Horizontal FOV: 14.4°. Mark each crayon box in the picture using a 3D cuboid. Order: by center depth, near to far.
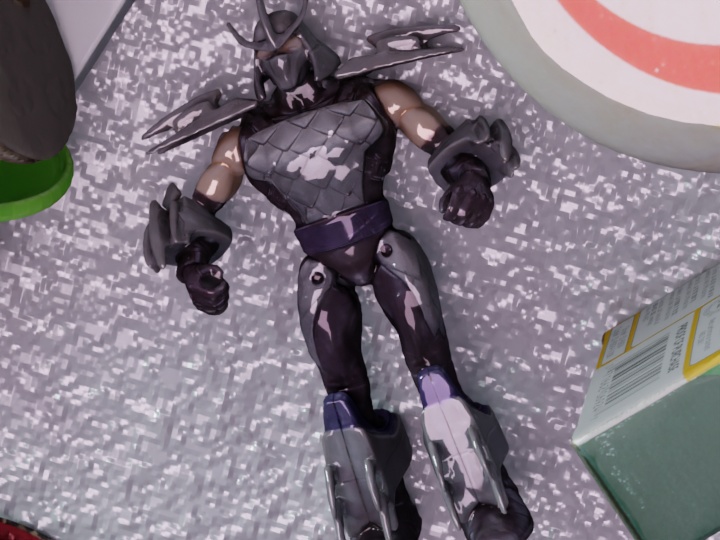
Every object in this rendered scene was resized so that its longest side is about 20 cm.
[{"bbox_3d":[0.167,0.006,0.899,0.199,0.126,0.052,-33,97,16],"label":"crayon box"}]

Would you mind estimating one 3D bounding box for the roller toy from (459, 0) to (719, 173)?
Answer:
[{"bbox_3d":[0.110,-0.125,0.869,0.200,0.140,0.183,37,97,2],"label":"roller toy"}]

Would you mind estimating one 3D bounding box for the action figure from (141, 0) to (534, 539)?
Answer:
[{"bbox_3d":[0.000,0.000,0.960,0.129,0.069,0.201,-16,98,19],"label":"action figure"}]

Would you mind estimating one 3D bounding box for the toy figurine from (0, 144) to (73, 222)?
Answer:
[{"bbox_3d":[-0.210,0.031,0.995,0.199,0.150,0.185,3,121,-15],"label":"toy figurine"}]

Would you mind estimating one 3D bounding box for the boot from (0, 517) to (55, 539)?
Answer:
[{"bbox_3d":[-0.103,0.192,1.012,0.199,0.073,0.151,31,106,24],"label":"boot"}]

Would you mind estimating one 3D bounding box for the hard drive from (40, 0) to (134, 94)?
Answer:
[{"bbox_3d":[-0.148,-0.166,0.965,0.200,0.027,0.132,35,108,1],"label":"hard drive"}]

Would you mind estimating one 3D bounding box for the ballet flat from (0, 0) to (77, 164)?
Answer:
[{"bbox_3d":[-0.164,-0.103,0.909,0.046,0.068,0.200,-16,136,33],"label":"ballet flat"}]
